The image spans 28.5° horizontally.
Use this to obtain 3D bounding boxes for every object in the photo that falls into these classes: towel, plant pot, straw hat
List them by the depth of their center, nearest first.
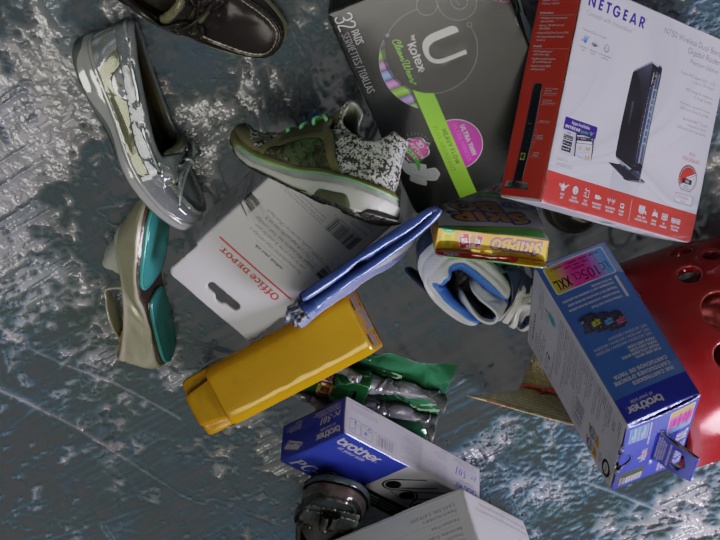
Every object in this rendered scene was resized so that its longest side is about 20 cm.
[{"bbox_3d":[0.000,0.000,1.237,0.147,0.200,0.024,-35,89,-8],"label":"towel"},{"bbox_3d":[0.344,0.060,1.314,0.182,0.201,0.201,-21,119,-4],"label":"plant pot"},{"bbox_3d":[0.206,0.108,1.389,0.200,0.201,0.085,17,85,-8],"label":"straw hat"}]

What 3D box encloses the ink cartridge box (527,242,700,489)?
[{"bbox_3d":[0.223,0.097,1.236,0.076,0.201,0.137,-20,150,-8],"label":"ink cartridge box"}]

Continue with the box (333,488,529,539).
[{"bbox_3d":[0.072,0.336,1.472,0.199,0.131,0.199,-25,153,15],"label":"box"}]

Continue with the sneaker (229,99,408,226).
[{"bbox_3d":[-0.028,-0.104,1.205,0.077,0.200,0.089,25,90,-52],"label":"sneaker"}]

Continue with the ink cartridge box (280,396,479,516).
[{"bbox_3d":[0.022,0.199,1.448,0.200,0.044,0.094,32,136,-34],"label":"ink cartridge box"}]

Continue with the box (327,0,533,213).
[{"bbox_3d":[0.077,-0.180,1.223,0.148,0.124,0.201,-20,117,13],"label":"box"}]

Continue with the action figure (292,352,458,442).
[{"bbox_3d":[-0.013,0.119,1.444,0.199,0.055,0.119,16,123,-3],"label":"action figure"}]

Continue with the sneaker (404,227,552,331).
[{"bbox_3d":[0.133,0.029,1.329,0.200,0.147,0.081,37,115,-18],"label":"sneaker"}]

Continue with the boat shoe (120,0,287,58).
[{"bbox_3d":[-0.157,-0.234,1.230,0.199,0.065,0.073,24,117,-13],"label":"boat shoe"}]

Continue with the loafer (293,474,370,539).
[{"bbox_3d":[-0.035,0.263,1.463,0.072,0.063,0.200,15,156,-3],"label":"loafer"}]

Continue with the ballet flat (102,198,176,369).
[{"bbox_3d":[-0.221,0.009,1.380,0.069,0.070,0.201,2,121,0],"label":"ballet flat"}]

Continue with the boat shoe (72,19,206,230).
[{"bbox_3d":[-0.189,-0.129,1.290,0.065,0.075,0.203,-18,112,17],"label":"boat shoe"}]

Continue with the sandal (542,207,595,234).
[{"bbox_3d":[0.224,-0.115,1.295,0.081,0.055,0.201,20,116,-10],"label":"sandal"}]

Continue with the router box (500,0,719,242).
[{"bbox_3d":[0.217,-0.129,1.193,0.199,0.049,0.180,11,91,-40],"label":"router box"}]

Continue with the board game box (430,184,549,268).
[{"bbox_3d":[0.109,-0.046,1.256,0.095,0.200,0.030,6,111,-2],"label":"board game box"}]

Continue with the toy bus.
[{"bbox_3d":[-0.080,0.093,1.378,0.199,0.078,0.065,-28,90,11],"label":"toy bus"}]

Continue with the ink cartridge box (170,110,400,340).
[{"bbox_3d":[-0.072,-0.039,1.341,0.200,0.068,0.116,-40,111,21],"label":"ink cartridge box"}]
